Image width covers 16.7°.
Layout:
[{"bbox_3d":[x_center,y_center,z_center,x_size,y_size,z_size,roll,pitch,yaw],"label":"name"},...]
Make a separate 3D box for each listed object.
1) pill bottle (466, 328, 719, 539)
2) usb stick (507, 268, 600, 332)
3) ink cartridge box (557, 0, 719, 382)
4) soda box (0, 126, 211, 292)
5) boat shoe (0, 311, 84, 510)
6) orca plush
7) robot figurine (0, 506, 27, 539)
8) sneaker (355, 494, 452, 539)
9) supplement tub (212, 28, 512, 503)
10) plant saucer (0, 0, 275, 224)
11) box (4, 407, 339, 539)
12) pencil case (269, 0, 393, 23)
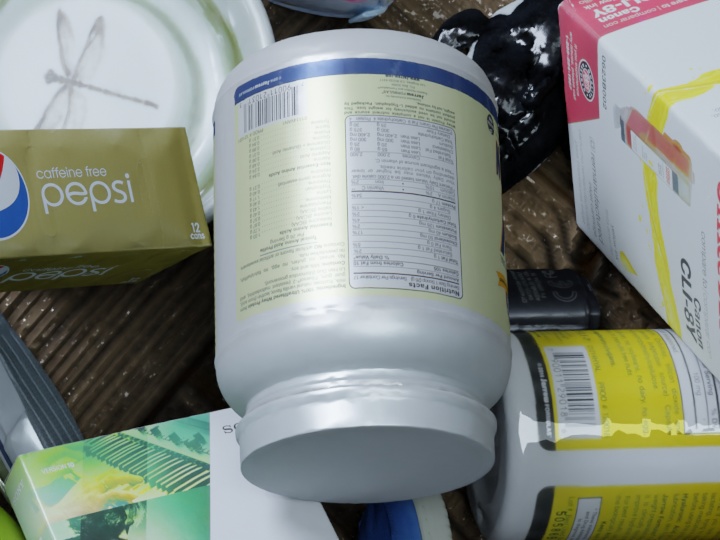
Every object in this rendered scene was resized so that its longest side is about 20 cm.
[{"bbox_3d":[0.160,0.086,1.280,0.199,0.111,0.112,0,79,-11],"label":"pill bottle"},{"bbox_3d":[0.027,0.020,1.301,0.199,0.056,0.033,-1,120,-11],"label":"usb stick"},{"bbox_3d":[0.182,-0.045,1.243,0.083,0.200,0.146,-18,125,-14],"label":"ink cartridge box"},{"bbox_3d":[-0.169,-0.027,1.163,0.199,0.068,0.064,-5,77,-45],"label":"soda box"},{"bbox_3d":[-0.199,0.060,1.248,0.062,0.072,0.201,-34,82,9],"label":"boat shoe"},{"bbox_3d":[0.071,-0.093,1.319,0.199,0.071,0.105,-33,86,-15],"label":"orca plush"},{"bbox_3d":[-0.233,0.184,1.182,0.175,0.116,0.200,35,74,10],"label":"robot figurine"},{"bbox_3d":[-0.018,0.196,1.241,0.111,0.077,0.201,8,84,-19],"label":"sneaker"},{"bbox_3d":[0.000,0.000,1.197,0.144,0.145,0.201,2,68,-10],"label":"supplement tub"},{"bbox_3d":[-0.143,-0.099,1.291,0.199,0.050,0.201,2,79,-10],"label":"plant saucer"},{"bbox_3d":[-0.068,0.163,1.172,0.144,0.036,0.201,-11,59,-32],"label":"box"},{"bbox_3d":[-0.007,-0.237,1.329,0.090,0.083,0.201,23,72,-37],"label":"pencil case"}]
